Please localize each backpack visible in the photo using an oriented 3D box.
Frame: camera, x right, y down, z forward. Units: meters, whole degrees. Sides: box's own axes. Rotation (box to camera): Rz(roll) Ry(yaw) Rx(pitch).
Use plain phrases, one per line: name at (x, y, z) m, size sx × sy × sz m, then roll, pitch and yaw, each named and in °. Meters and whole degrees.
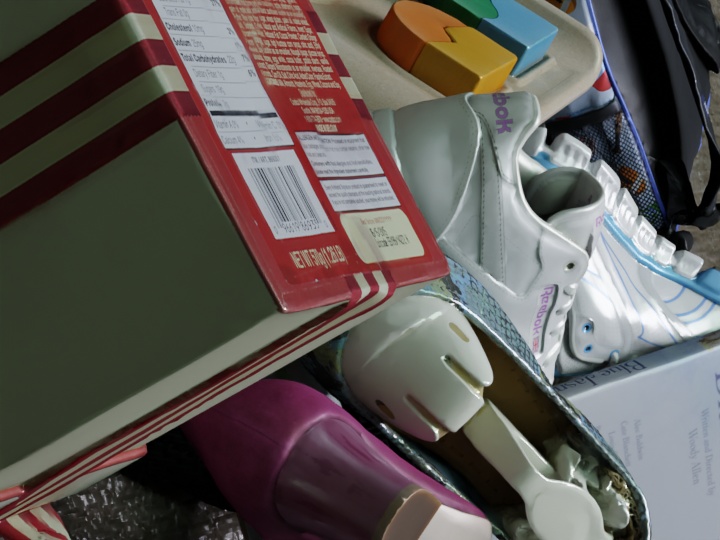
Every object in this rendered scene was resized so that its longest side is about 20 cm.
backpack at (0.105, -0.124, 1.442) m, size 0.200 × 0.154 × 0.191 m, roll -77°, pitch 155°, yaw -56°

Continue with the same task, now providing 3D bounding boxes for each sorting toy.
sorting toy at (0.007, -0.121, 1.220) m, size 0.185 × 0.036 × 0.200 m, roll 33°, pitch 27°, yaw 9°

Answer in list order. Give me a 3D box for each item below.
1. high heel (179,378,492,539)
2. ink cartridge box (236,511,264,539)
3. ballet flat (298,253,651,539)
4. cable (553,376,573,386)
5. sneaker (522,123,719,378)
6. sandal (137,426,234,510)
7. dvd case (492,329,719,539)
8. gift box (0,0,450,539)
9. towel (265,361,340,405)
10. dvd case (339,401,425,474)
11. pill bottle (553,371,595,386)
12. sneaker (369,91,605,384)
high heel at (-0.009, 0.088, 1.039) m, size 0.067 × 0.096 × 0.200 m, roll -53°, pitch 161°, yaw -15°
ink cartridge box at (-0.022, 0.204, 1.047) m, size 0.200 × 0.084 × 0.176 m, roll 52°, pitch 18°, yaw -46°
ballet flat at (0.044, 0.053, 1.063) m, size 0.200 × 0.074 × 0.074 m, roll 40°, pitch 39°, yaw -26°
cable at (0.045, 0.135, 1.260) m, size 0.097 × 0.050 × 0.200 m, roll 12°, pitch 81°, yaw -36°
sneaker at (0.114, 0.022, 1.276) m, size 0.200 × 0.075 × 0.087 m, roll 37°, pitch 66°, yaw -25°
sandal at (-0.067, 0.040, 1.054) m, size 0.200 × 0.075 × 0.048 m, roll 52°, pitch 30°, yaw -62°
dvd case at (0.110, 0.114, 1.256) m, size 0.018 × 0.200 × 0.143 m, roll 31°, pitch -45°, yaw 59°
gift box at (-0.102, -0.006, 0.856) m, size 0.200 × 0.187 × 0.185 m, roll 65°, pitch 20°, yaw 10°
towel at (-0.024, 0.007, 1.240) m, size 0.200 × 0.023 × 0.153 m, roll -81°, pitch 149°, yaw -41°
dvd case at (0.000, 0.000, 1.179) m, size 0.200 × 0.025 × 0.150 m, roll -88°, pitch 160°, yaw -68°
pill bottle at (0.098, 0.099, 1.359) m, size 0.113 × 0.113 × 0.200 m, roll -33°, pitch 108°, yaw -65°
sneaker at (0.060, 0.015, 1.118) m, size 0.075 × 0.100 × 0.200 m, roll -97°, pitch 168°, yaw -54°
